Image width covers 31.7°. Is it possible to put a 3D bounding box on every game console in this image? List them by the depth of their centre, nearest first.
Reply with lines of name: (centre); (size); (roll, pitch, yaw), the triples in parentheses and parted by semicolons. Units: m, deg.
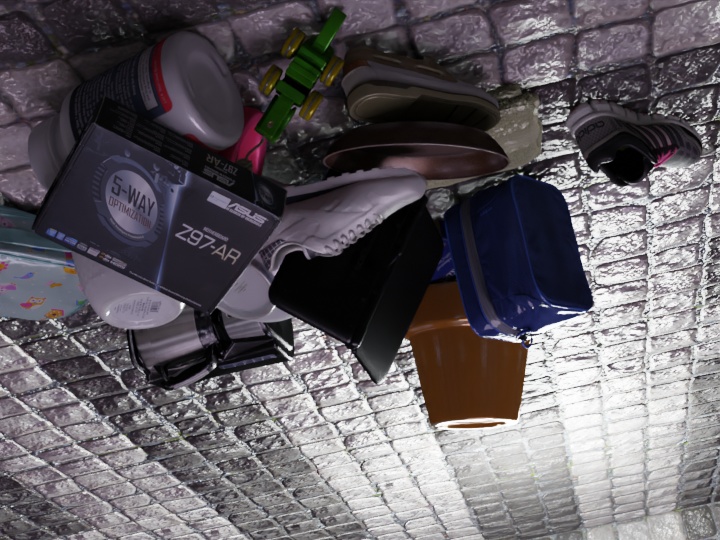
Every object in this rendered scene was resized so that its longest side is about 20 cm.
game console: (0.000, 0.000, 1.478); (0.175, 0.202, 0.116); (27, 160, -4)

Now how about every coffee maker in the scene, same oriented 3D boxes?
coffee maker: (-0.194, 0.078, 1.727); (0.198, 0.136, 0.192); (-13, 177, 11)

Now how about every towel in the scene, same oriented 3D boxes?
towel: (0.111, -0.145, 1.457); (0.198, 0.037, 0.149); (-12, 153, 6)

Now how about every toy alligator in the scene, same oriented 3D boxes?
toy alligator: (-0.072, -0.170, 1.261); (0.059, 0.201, 0.054); (32, -174, -3)

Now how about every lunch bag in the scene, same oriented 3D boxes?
lunch bag: (-0.405, -0.010, 1.510); (0.198, 0.078, 0.160); (10, 147, -34)
lunch bag: (0.191, -0.002, 1.583); (0.132, 0.202, 0.135); (-26, 155, 36)

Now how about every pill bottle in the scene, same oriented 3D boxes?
pill bottle: (-0.226, -0.143, 1.256); (0.198, 0.121, 0.119); (-21, 151, 24)

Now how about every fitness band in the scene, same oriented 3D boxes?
fitness band: (-0.143, -0.075, 1.349); (0.037, 0.202, 0.144); (17, -168, 11)

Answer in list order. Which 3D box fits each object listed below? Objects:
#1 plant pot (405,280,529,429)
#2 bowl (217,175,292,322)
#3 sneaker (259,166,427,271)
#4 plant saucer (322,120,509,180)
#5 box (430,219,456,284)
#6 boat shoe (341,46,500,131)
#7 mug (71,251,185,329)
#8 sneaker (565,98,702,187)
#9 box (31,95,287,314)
plant pot: (0.156, 0.126, 1.797); (0.197, 0.186, 0.200); (-1, 166, 0)
bowl: (-0.128, -0.007, 1.487); (0.199, 0.091, 0.203); (12, 134, 13)
sneaker: (-0.020, -0.058, 1.385); (0.198, 0.081, 0.076); (-15, 163, 8)
plant saucer: (0.059, -0.127, 1.344); (0.197, 0.033, 0.200); (0, 175, 0)
box: (0.148, -0.017, 1.731); (0.198, 0.033, 0.121); (6, 150, -31)
boat shoe: (0.067, -0.188, 1.319); (0.198, 0.069, 0.075); (7, 149, -41)
mug: (-0.236, -0.045, 1.382); (0.146, 0.177, 0.200); (7, 150, -29)
sneaker: (0.327, -0.136, 1.487); (0.198, 0.088, 0.074); (9, 148, -33)
box: (-0.193, -0.057, 1.220); (0.199, 0.044, 0.160); (27, 130, -19)
